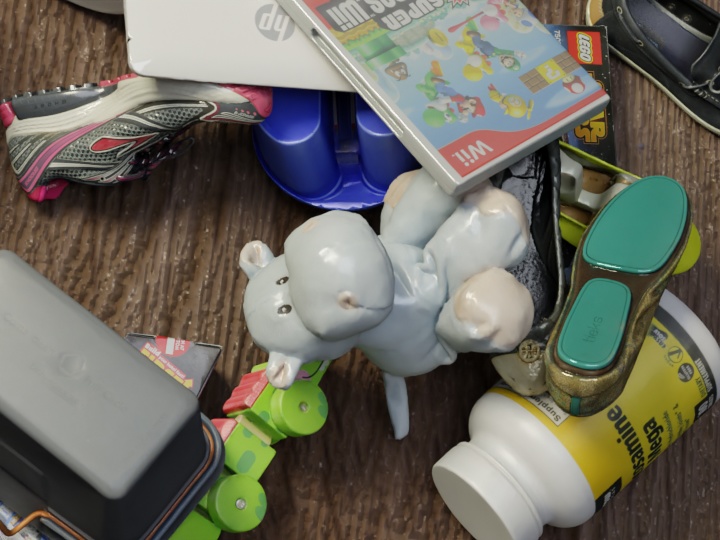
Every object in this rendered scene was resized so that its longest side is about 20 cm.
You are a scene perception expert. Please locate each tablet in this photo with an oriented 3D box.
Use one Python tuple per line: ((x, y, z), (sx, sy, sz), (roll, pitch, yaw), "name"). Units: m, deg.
((-0.061, -0.180, 1.359), (0.200, 0.014, 0.130), (2, 66, -21), "tablet")

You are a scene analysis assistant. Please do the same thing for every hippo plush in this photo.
((0.000, 0.000, 1.348), (0.161, 0.200, 0.159), (6, 62, -31), "hippo plush")

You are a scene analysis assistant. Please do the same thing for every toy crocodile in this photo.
((-0.081, 0.118, 1.377), (0.062, 0.068, 0.200), (42, 64, -19), "toy crocodile")

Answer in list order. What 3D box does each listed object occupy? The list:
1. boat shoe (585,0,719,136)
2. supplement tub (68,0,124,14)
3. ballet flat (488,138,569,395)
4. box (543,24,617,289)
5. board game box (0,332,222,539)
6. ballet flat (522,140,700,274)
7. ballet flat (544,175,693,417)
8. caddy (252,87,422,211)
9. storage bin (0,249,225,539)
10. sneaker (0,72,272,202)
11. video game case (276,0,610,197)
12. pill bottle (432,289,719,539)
((0.262, -0.158, 1.536), (0.200, 0.062, 0.075), (33, 70, -4), "boat shoe")
((-0.163, -0.296, 1.432), (0.145, 0.145, 0.200), (28, 72, -5), "supplement tub")
((0.106, -0.016, 1.372), (0.066, 0.057, 0.200), (-4, 83, 2), "ballet flat")
((0.117, -0.082, 1.496), (0.137, 0.040, 0.200), (1, 76, -11), "box")
((-0.197, 0.097, 1.371), (0.200, 0.062, 0.200), (41, 71, 0), "board game box")
((0.157, -0.054, 1.442), (0.200, 0.067, 0.067), (26, 71, -6), "ballet flat")
((0.170, 0.019, 1.365), (0.071, 0.071, 0.200), (32, 50, -3), "ballet flat")
((-0.011, -0.142, 1.450), (0.141, 0.105, 0.200), (-4, 68, 5), "caddy")
((-0.191, 0.086, 1.262), (0.200, 0.134, 0.146), (37, 71, 7), "storage bin")
((-0.148, -0.097, 1.394), (0.200, 0.081, 0.075), (-8, 94, 26), "sneaker")
((0.050, -0.152, 1.353), (0.143, 0.017, 0.200), (-30, 71, -30), "video game case")
((0.150, 0.104, 1.419), (0.200, 0.112, 0.112), (-40, 87, -18), "pill bottle")
